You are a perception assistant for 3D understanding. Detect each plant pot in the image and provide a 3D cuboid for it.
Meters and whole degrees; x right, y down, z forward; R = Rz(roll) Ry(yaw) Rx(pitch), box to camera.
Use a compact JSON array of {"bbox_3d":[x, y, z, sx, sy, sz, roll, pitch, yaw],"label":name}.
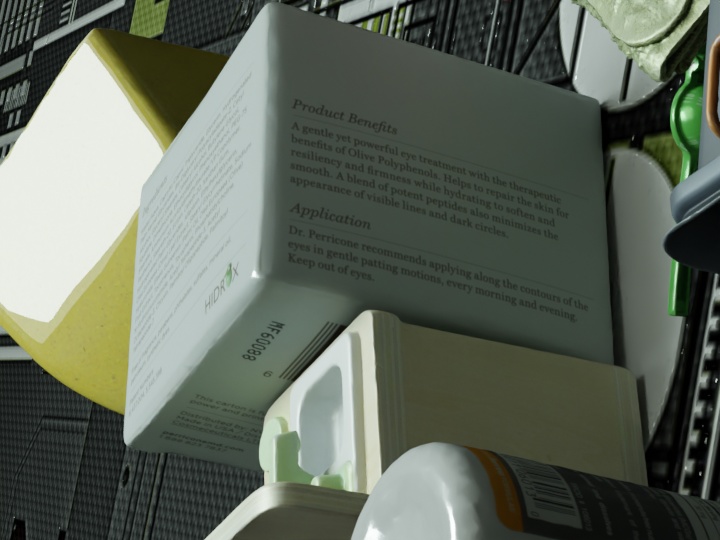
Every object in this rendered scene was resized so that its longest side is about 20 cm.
[{"bbox_3d":[-0.105,-0.006,1.456,0.200,0.194,0.196,49,114,29],"label":"plant pot"}]

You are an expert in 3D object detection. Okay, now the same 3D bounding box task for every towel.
[{"bbox_3d":[0.153,-0.177,1.095,0.149,0.036,0.200,-55,20,12],"label":"towel"}]

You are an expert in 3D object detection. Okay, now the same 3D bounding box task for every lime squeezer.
[{"bbox_3d":[0.176,-0.077,1.055,0.071,0.038,0.201,44,122,30],"label":"lime squeezer"}]

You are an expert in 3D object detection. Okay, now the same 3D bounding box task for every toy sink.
[{"bbox_3d":[0.020,0.099,1.094,0.130,0.199,0.113,132,142,-51],"label":"toy sink"}]

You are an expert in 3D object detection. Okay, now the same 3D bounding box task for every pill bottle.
[{"bbox_3d":[0.100,0.139,0.875,0.116,0.199,0.117,-166,90,-68],"label":"pill bottle"}]

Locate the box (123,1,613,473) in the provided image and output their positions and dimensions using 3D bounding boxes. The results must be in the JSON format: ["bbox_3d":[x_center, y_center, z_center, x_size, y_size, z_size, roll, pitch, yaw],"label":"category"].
[{"bbox_3d":[0.000,0.000,1.204,0.200,0.198,0.172,133,145,-51],"label":"box"}]

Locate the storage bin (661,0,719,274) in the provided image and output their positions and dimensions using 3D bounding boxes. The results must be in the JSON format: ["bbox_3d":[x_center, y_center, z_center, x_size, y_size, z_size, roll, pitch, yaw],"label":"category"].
[{"bbox_3d":[0.196,-0.090,0.840,0.200,0.145,0.135,141,136,-56],"label":"storage bin"}]
